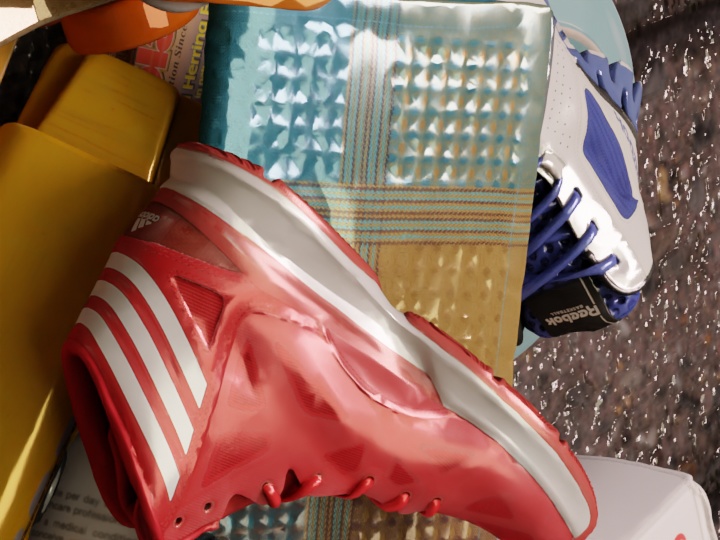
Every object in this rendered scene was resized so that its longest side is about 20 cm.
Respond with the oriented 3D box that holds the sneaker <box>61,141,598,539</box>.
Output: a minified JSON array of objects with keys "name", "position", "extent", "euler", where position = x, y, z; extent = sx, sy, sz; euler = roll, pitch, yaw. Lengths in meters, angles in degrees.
[{"name":"sneaker","position":[-0.019,0.060,0.821],"extent":[0.200,0.078,0.116],"euler":[42,78,-21]}]

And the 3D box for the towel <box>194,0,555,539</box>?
[{"name":"towel","position":[0.000,0.000,0.876],"extent":[0.146,0.022,0.202],"euler":[4,93,-37]}]

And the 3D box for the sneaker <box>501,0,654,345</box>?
[{"name":"sneaker","position":[0.065,-0.037,0.975],"extent":[0.199,0.080,0.116],"euler":[20,51,-55]}]

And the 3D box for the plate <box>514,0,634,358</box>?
[{"name":"plate","position":[0.064,-0.043,1.097],"extent":[0.200,0.025,0.201],"euler":[-22,122,-40]}]

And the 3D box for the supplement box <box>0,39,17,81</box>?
[{"name":"supplement box","position":[-0.151,-0.094,0.831],"extent":[0.069,0.066,0.201],"euler":[37,67,-43]}]

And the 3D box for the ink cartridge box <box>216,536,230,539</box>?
[{"name":"ink cartridge box","position":[-0.078,0.202,0.794],"extent":[0.199,0.084,0.146],"euler":[-32,111,-19]}]

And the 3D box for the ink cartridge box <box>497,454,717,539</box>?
[{"name":"ink cartridge box","position":[0.085,0.197,1.137],"extent":[0.200,0.084,0.147],"euler":[-36,122,-39]}]

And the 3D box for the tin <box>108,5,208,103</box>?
[{"name":"tin","position":[-0.054,-0.090,0.939],"extent":[0.112,0.042,0.201],"euler":[-2,111,-52]}]

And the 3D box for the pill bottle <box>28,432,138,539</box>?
[{"name":"pill bottle","position":[-0.082,0.116,0.905],"extent":[0.113,0.113,0.201],"euler":[21,80,-49]}]

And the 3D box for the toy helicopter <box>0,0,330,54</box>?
[{"name":"toy helicopter","position":[-0.096,-0.082,0.747],"extent":[0.200,0.132,0.079],"euler":[-35,119,-39]}]

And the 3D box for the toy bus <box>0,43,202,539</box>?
[{"name":"toy bus","position":[-0.115,0.022,0.829],"extent":[0.078,0.065,0.201],"euler":[115,-1,-78]}]
